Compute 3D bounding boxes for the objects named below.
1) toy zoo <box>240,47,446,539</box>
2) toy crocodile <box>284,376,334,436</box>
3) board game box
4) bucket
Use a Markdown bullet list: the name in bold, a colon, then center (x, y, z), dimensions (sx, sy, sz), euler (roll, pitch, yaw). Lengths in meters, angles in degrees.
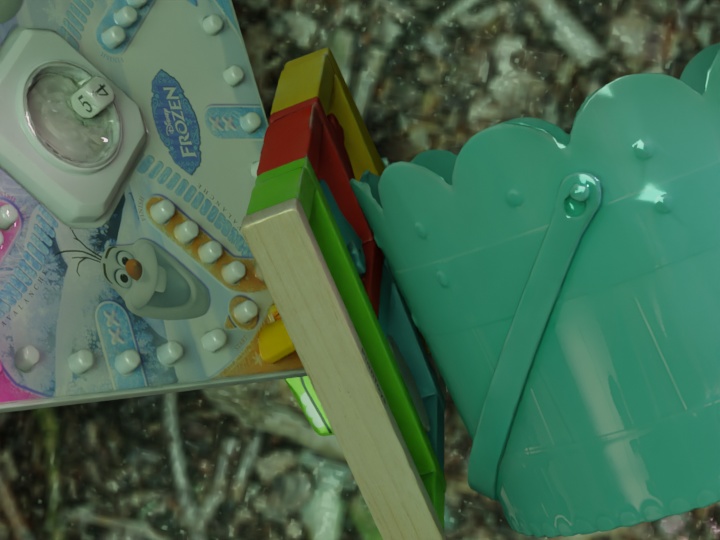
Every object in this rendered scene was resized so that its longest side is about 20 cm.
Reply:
- **toy zoo**: center (0.000, 0.000, 0.732), dimensions (0.020, 0.200, 0.132), euler (-19, 112, 11)
- **toy crocodile**: center (-0.043, -0.023, 0.804), dimensions (0.062, 0.067, 0.201), euler (-31, 81, 12)
- **board game box**: center (-0.101, -0.054, 0.705), dimensions (0.026, 0.199, 0.201), euler (-29, 73, 42)
- **bucket**: center (0.108, -0.003, 0.695), dimensions (0.206, 0.207, 0.136), euler (-20, 92, 14)
